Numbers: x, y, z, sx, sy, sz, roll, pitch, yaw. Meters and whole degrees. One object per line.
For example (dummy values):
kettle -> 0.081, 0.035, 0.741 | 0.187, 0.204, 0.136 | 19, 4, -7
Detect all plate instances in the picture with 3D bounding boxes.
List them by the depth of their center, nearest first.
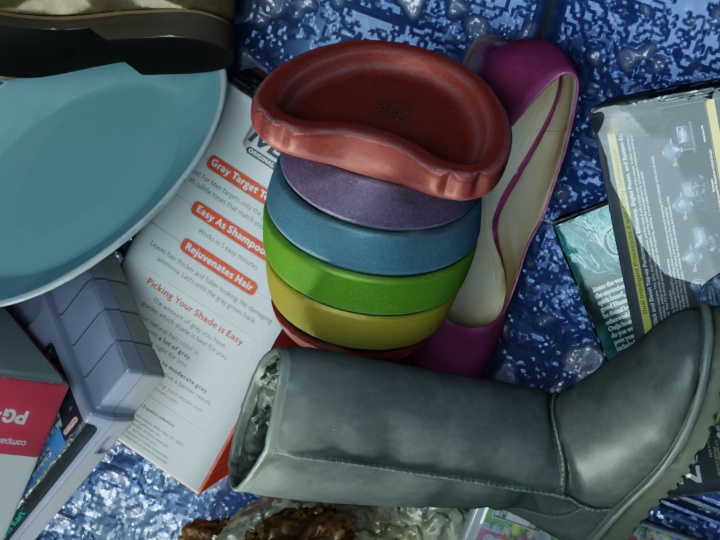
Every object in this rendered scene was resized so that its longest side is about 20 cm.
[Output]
plate -> -0.150, -0.050, 1.389 | 0.200, 0.201, 0.026 | -22, 128, 20

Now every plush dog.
plush dog -> -0.045, 0.177, 1.383 | 0.160, 0.172, 0.201 | 21, 105, 13

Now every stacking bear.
stacking bear -> 0.000, 0.000, 1.318 | 0.121, 0.114, 0.201 | 16, 123, 7

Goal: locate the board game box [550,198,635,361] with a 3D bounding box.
board game box -> 0.211, 0.001, 1.349 | 0.199, 0.028, 0.136 | -21, 92, 20

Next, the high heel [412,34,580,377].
high heel -> 0.068, -0.018, 1.352 | 0.067, 0.096, 0.201 | 13, 98, -21

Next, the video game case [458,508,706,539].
video game case -> 0.134, 0.197, 1.376 | 0.199, 0.018, 0.144 | 19, 100, -5

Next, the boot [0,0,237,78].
boot -> -0.158, -0.143, 1.370 | 0.199, 0.074, 0.076 | 1, 75, 10

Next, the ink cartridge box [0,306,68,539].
ink cartridge box -> -0.249, 0.103, 1.411 | 0.145, 0.083, 0.200 | 43, 115, 45

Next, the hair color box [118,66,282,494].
hair color box -> -0.070, 0.005, 1.421 | 0.101, 0.061, 0.200 | 33, 108, 10

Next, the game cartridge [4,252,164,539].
game cartridge -> -0.184, 0.071, 1.430 | 0.200, 0.038, 0.130 | -50, 45, 31

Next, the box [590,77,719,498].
box -> 0.209, 0.002, 1.309 | 0.161, 0.049, 0.201 | -10, 97, 18

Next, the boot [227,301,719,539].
boot -> 0.054, 0.062, 1.270 | 0.199, 0.073, 0.182 | 18, 129, -11

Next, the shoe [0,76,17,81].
shoe -> -0.218, -0.198, 1.434 | 0.070, 0.053, 0.201 | -21, 87, 18
